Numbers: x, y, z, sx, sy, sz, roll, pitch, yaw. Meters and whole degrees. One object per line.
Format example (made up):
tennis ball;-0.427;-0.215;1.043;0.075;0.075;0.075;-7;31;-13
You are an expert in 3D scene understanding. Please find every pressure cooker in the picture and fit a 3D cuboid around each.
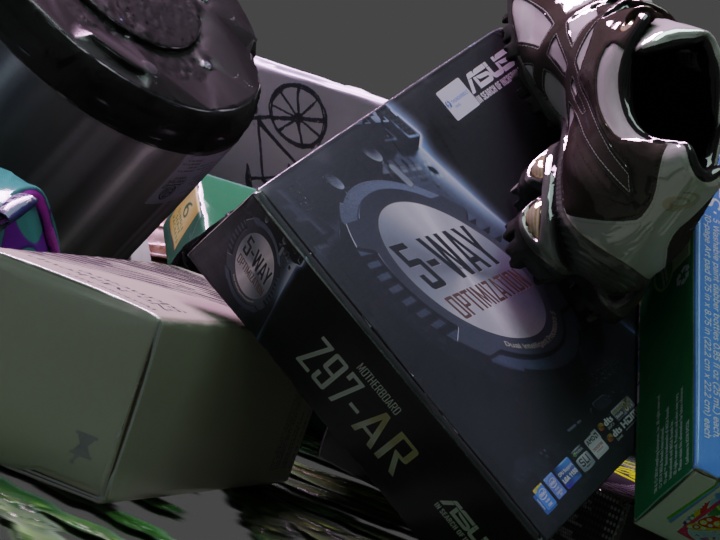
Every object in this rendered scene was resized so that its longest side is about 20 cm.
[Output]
pressure cooker;-0.163;-0.063;1.177;0.176;0.200;0.179;24;33;-36

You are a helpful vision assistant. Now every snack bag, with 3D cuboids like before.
snack bag;-0.015;-0.021;1.440;0.200;0.189;0.021;20;38;24

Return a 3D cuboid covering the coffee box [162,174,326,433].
coffee box;0.004;0.030;1.317;0.200;0.044;0.123;16;38;-25

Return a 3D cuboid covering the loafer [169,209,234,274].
loafer;0.000;0.000;1.247;0.200;0.070;0.068;-4;50;-42

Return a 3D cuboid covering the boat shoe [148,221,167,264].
boat shoe;-0.048;0.032;1.385;0.200;0.072;0.068;26;37;1

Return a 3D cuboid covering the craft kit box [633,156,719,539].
craft kit box;0.198;0.049;1.049;0.197;0.049;0.200;24;44;-16

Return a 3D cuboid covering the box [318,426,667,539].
box;0.102;0.101;1.150;0.160;0.044;0.200;16;4;-36

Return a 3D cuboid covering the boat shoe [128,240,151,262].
boat shoe;-0.155;-0.061;1.328;0.060;0.200;0.076;1;-30;-41

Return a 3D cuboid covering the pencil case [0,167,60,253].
pencil case;-0.217;-0.020;1.050;0.200;0.085;0.092;18;29;15

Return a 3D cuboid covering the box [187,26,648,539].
box;0.048;0.008;1.023;0.160;0.044;0.200;51;38;2

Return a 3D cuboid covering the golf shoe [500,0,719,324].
golf shoe;0.107;-0.075;1.040;0.078;0.094;0.200;25;42;-27

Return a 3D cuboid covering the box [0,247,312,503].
box;-0.081;0.037;0.991;0.082;0.069;0.200;20;3;15
